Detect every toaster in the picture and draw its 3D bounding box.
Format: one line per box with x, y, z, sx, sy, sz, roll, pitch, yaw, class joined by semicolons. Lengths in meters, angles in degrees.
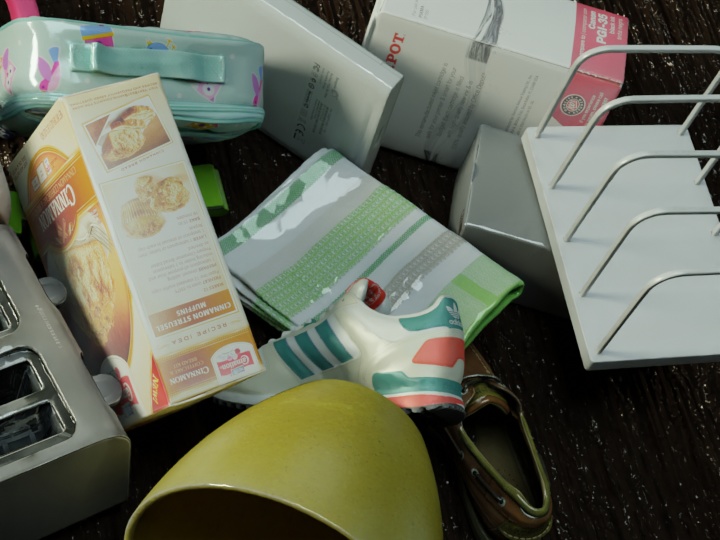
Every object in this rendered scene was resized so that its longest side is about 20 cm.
-0.263;0.088;1.005;0.198;0.119;0.182;-20;63;-27;toaster

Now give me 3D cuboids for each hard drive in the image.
-0.067;-0.158;1.224;0.199;0.132;0.026;35;55;9;hard drive

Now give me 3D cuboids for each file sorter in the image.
0.220;-0.050;1.137;0.137;0.125;0.202;-2;59;-17;file sorter

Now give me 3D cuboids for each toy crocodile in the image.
-0.191;-0.045;1.160;0.198;0.062;0.068;-12;70;-27;toy crocodile

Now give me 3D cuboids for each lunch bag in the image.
-0.175;-0.133;1.148;0.198;0.160;0.078;0;91;-27;lunch bag

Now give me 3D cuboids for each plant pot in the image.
-0.027;0.154;0.988;0.198;0.201;0.143;26;46;3;plant pot

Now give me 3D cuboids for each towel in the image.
0.000;0.000;1.156;0.199;0.031;0.149;34;64;26;towel

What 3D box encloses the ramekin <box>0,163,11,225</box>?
-0.323;-0.042;1.035;0.199;0.200;0.106;-23;74;-29;ramekin

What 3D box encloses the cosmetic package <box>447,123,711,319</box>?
0.167;-0.026;1.233;0.198;0.091;0.108;16;54;-2;cosmetic package

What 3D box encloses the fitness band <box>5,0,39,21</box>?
-0.332;-0.171;1.163;0.198;0.037;0.146;-15;103;-28;fitness band

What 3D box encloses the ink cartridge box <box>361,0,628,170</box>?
0.095;-0.155;1.261;0.198;0.147;0.083;17;52;-4;ink cartridge box

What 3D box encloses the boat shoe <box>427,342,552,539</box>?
0.086;0.102;1.129;0.071;0.068;0.201;-16;61;-24;boat shoe

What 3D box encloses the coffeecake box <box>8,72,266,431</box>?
-0.151;-0.004;1.039;0.072;0.153;0.202;-19;85;-28;coffeecake box

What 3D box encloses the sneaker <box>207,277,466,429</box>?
-0.016;0.055;1.075;0.198;0.070;0.095;-1;75;30;sneaker
